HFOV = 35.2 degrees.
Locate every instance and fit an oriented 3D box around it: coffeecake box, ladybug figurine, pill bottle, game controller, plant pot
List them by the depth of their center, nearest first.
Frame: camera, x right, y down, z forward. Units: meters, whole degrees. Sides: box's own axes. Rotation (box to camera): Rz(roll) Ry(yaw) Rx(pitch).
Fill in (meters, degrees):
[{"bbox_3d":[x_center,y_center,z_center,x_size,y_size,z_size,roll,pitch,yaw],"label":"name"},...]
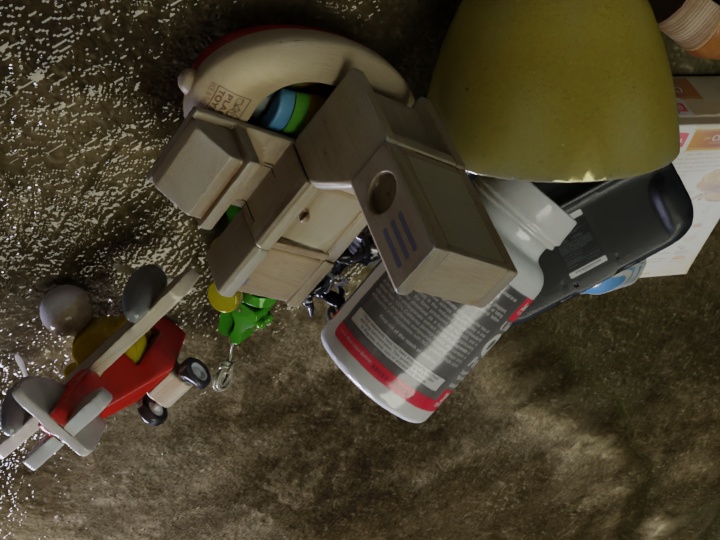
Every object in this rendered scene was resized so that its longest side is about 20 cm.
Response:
[{"bbox_3d":[0.144,-0.164,0.855,0.199,0.200,0.143,-9,114,-19],"label":"plant pot"},{"bbox_3d":[-0.049,-0.130,0.860,0.199,0.072,0.136,12,131,-38],"label":"ladybug figurine"},{"bbox_3d":[0.071,0.011,0.883,0.200,0.111,0.111,-49,137,9],"label":"pill bottle"},{"bbox_3d":[0.173,-0.034,0.945,0.199,0.042,0.105,-28,100,10],"label":"game controller"},{"bbox_3d":[0.276,-0.085,1.087,0.153,0.073,0.200,-4,138,-22],"label":"coffeecake box"}]

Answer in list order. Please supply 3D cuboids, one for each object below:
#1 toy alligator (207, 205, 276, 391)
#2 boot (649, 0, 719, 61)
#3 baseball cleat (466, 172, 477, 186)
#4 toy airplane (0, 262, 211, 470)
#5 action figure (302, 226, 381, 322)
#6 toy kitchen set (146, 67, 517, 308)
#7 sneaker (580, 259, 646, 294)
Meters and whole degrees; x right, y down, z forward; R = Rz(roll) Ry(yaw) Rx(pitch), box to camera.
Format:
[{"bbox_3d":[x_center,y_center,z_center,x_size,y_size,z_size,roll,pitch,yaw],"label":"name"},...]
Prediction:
[{"bbox_3d":[-0.095,0.023,0.983,0.059,0.054,0.201,-37,138,-57],"label":"toy alligator"},{"bbox_3d":[0.349,-0.246,0.933,0.155,0.077,0.200,13,131,-36],"label":"boot"},{"bbox_3d":[0.180,-0.085,0.982,0.199,0.070,0.107,-3,112,13],"label":"baseball cleat"},{"bbox_3d":[-0.228,0.077,0.951,0.200,0.141,0.199,-34,174,-22],"label":"toy airplane"},{"bbox_3d":[0.000,0.000,1.003,0.199,0.102,0.119,-11,122,2],"label":"action figure"},{"bbox_3d":[-0.041,-0.018,0.792,0.163,0.181,0.200,15,130,-39],"label":"toy kitchen set"},{"bbox_3d":[0.167,-0.014,1.052,0.072,0.072,0.200,12,171,-40],"label":"sneaker"}]
